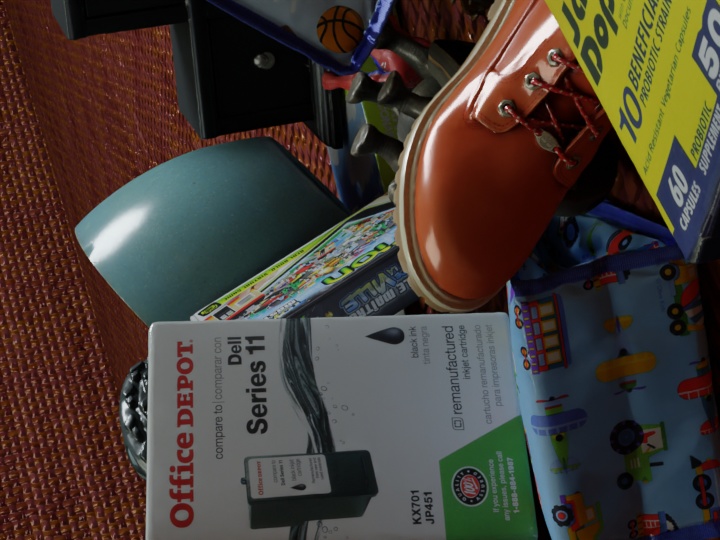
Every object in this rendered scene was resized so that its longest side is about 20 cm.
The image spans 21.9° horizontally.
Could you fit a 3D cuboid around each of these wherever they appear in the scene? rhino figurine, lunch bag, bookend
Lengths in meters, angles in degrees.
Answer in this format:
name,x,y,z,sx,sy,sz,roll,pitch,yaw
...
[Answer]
name,x,y,z,sx,sy,sz,roll,pitch,yaw
rhino figurine,0.043,-0.073,1.059,0.060,0.087,0.201,-57,18,26
lunch bag,-0.062,-0.209,1.048,0.125,0.199,0.170,-60,7,18
lunch bag,0.113,0.045,0.973,0.200,0.093,0.152,-122,20,-75
bookend,-0.123,-0.175,1.257,0.092,0.198,0.201,-130,34,-63

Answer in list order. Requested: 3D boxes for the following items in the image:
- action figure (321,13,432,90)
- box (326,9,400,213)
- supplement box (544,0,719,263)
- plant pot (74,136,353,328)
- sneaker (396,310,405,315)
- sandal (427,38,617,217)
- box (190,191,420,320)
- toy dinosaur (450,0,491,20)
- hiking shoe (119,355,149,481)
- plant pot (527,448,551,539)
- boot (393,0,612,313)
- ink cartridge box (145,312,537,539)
name,x,y,z,sx,sy,sz,roll,pitch,yaw
action figure,-0.005,-0.158,1.193,0.201,0.065,0.099,54,156,8
box,0.005,-0.110,1.297,0.122,0.047,0.202,135,122,-73
supplement box,0.136,-0.120,0.677,0.109,0.108,0.201,96,157,-51
plant pot,-0.074,-0.010,1.247,0.200,0.135,0.200,43,-176,-4
sneaker,-0.009,0.043,1.366,0.201,0.083,0.076,-103,6,-62
sandal,0.076,-0.069,0.985,0.200,0.081,0.055,-122,45,-59
box,0.000,0.000,1.116,0.035,0.199,0.110,61,170,-18
toy dinosaur,0.062,-0.196,0.995,0.201,0.060,0.107,101,154,-56
hiking shoe,-0.089,0.134,1.067,0.087,0.074,0.201,93,156,-47
plant pot,0.029,0.141,1.131,0.200,0.181,0.203,162,90,-76
boot,0.083,-0.075,0.838,0.107,0.075,0.202,-10,53,65
ink cartridge box,-0.015,0.104,0.979,0.083,0.197,0.148,93,174,-52
